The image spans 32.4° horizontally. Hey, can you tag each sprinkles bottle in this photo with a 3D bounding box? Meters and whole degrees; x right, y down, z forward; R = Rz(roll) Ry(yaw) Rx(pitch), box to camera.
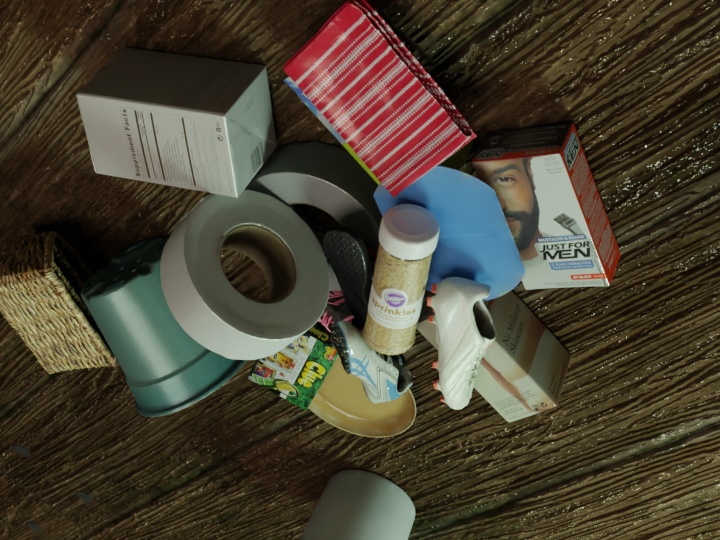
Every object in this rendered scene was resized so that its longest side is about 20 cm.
[{"bbox_3d":[0.047,0.014,1.478,0.068,0.068,0.200,19,137,10],"label":"sprinkles bottle"}]

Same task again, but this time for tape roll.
[{"bbox_3d":[-0.051,-0.067,1.584,0.200,0.066,0.200,15,137,14],"label":"tape roll"},{"bbox_3d":[-0.139,0.004,1.502,0.202,0.203,0.071,38,140,-12],"label":"tape roll"}]

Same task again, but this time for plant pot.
[{"bbox_3d":[-0.008,0.173,1.841,0.200,0.028,0.200,15,138,13],"label":"plant pot"},{"bbox_3d":[-0.285,0.071,1.771,0.200,0.200,0.196,-12,119,36],"label":"plant pot"}]

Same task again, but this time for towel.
[{"bbox_3d":[0.017,-0.188,1.363,0.200,0.022,0.145,49,132,-7],"label":"towel"}]

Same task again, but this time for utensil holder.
[{"bbox_3d":[-0.015,0.446,1.996,0.170,0.200,0.170,15,139,14],"label":"utensil holder"}]

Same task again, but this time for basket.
[{"bbox_3d":[-0.429,0.038,1.839,0.149,0.143,0.200,-9,125,32],"label":"basket"}]

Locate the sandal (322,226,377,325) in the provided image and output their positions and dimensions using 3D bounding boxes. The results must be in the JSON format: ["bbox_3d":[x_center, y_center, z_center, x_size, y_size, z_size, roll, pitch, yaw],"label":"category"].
[{"bbox_3d":[0.000,0.000,1.545,0.075,0.045,0.200,38,160,27],"label":"sandal"}]

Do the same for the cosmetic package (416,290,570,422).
[{"bbox_3d":[0.172,0.089,1.599,0.087,0.103,0.200,-27,118,41],"label":"cosmetic package"}]

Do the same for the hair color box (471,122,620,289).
[{"bbox_3d":[0.218,-0.070,1.438,0.111,0.064,0.200,-3,130,32],"label":"hair color box"}]

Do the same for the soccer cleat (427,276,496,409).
[{"bbox_3d":[0.128,0.095,1.506,0.077,0.069,0.200,3,128,16],"label":"soccer cleat"}]

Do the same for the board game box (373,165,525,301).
[{"bbox_3d":[0.112,-0.052,1.459,0.158,0.039,0.200,-3,127,33],"label":"board game box"}]

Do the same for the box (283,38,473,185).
[{"bbox_3d":[0.021,-0.183,1.438,0.122,0.048,0.200,-24,118,42],"label":"box"}]

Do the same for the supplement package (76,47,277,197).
[{"bbox_3d":[-0.220,-0.182,1.508,0.200,0.121,0.120,11,132,19],"label":"supplement package"}]

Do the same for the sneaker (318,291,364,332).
[{"bbox_3d":[-0.030,0.052,1.676,0.200,0.095,0.079,7,138,24],"label":"sneaker"}]

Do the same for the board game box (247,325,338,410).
[{"bbox_3d":[-0.096,0.131,1.795,0.105,0.023,0.200,26,145,-1],"label":"board game box"}]

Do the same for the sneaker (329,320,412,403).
[{"bbox_3d":[0.014,0.112,1.607,0.072,0.072,0.200,-27,148,5],"label":"sneaker"}]
